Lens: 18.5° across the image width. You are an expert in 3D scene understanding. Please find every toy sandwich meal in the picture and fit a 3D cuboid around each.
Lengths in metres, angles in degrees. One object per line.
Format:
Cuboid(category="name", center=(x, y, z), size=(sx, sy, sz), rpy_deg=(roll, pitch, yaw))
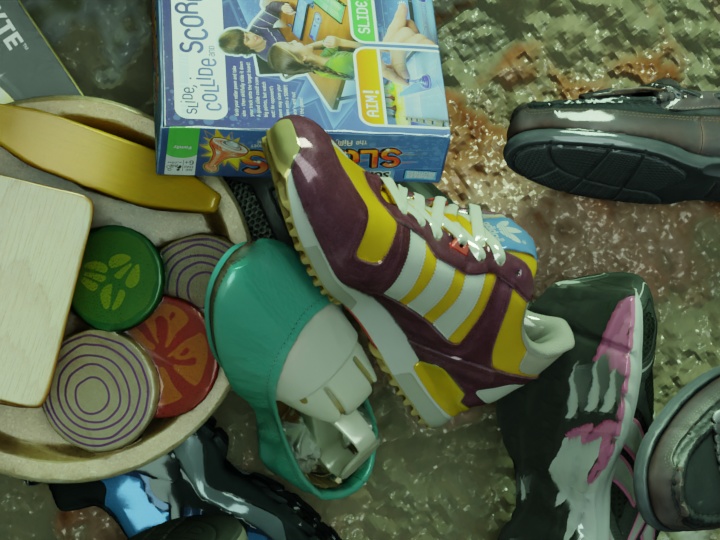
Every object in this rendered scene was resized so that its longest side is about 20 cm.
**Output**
Cuboid(category="toy sandwich meal", center=(-0.147, 0.006, 1.036), size=(0.205, 0.070, 0.205), rpy_deg=(0, 90, -2))

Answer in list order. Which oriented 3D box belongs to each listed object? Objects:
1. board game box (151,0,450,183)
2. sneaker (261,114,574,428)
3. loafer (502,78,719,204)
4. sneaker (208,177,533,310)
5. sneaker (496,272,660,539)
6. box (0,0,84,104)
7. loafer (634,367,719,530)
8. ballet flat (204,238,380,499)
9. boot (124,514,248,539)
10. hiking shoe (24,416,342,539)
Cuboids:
Cuboid(category="board game box", center=(-0.034, -0.129, 1.070), size=(0.135, 0.034, 0.200), rpy_deg=(2, 51, -8))
Cuboid(category="sneaker", center=(0.028, -0.012, 1.009), size=(0.090, 0.075, 0.200), rpy_deg=(-26, 136, 9))
Cuboid(category="loafer", center=(0.169, -0.071, 1.149), size=(0.200, 0.072, 0.063), rpy_deg=(7, 69, -14))
Cuboid(category="sneaker", center=(0.000, 0.000, 1.115), size=(0.199, 0.076, 0.114), rpy_deg=(39, 101, -18))
Cuboid(category="sneaker", center=(0.120, 0.090, 1.115), size=(0.086, 0.080, 0.200), rpy_deg=(-15, 123, -43))
Cuboid(category="box", center=(-0.211, -0.056, 1.094), size=(0.160, 0.049, 0.200), rpy_deg=(-34, 94, -6))
Cuboid(category="loafer", center=(0.214, 0.078, 1.091), size=(0.200, 0.063, 0.072), rpy_deg=(-18, 105, -45))
Cuboid(category="ballet flat", center=(-0.021, 0.052, 1.047), size=(0.070, 0.200, 0.067), rpy_deg=(31, 69, 21))
Cuboid(category="boot", center=(-0.099, 0.212, 1.061), size=(0.203, 0.073, 0.154), rpy_deg=(-28, 99, 31))
Cuboid(category="hiking shoe", center=(-0.068, 0.142, 1.108), size=(0.200, 0.074, 0.087), rpy_deg=(44, 93, 3))
